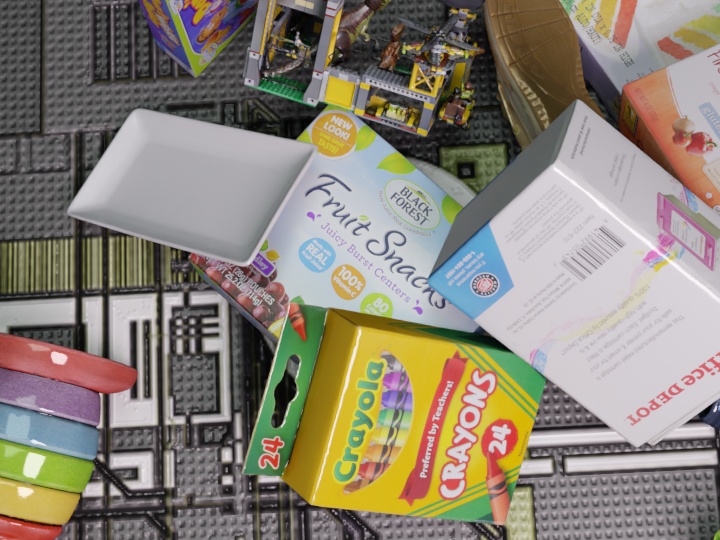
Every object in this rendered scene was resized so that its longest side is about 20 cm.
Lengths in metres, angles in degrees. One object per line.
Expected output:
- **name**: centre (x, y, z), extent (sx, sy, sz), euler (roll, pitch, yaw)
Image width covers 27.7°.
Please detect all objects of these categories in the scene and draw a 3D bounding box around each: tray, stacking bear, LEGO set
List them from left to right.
- **stacking bear**: centre (-0.249, 0.153, 1.051), extent (0.120, 0.114, 0.202), euler (12, 82, 5)
- **tray**: centre (-0.126, -0.062, 1.095), extent (0.199, 0.022, 0.108), euler (15, 67, 37)
- **LEGO set**: centre (0.006, -0.192, 1.090), extent (0.198, 0.117, 0.154), euler (23, 33, 13)

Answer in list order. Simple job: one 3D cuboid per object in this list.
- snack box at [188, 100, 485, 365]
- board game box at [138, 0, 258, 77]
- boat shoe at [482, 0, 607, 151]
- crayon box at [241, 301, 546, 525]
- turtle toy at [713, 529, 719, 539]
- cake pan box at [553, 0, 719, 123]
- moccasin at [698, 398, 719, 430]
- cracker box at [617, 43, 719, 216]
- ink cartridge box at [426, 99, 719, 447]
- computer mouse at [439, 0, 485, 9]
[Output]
- **snack box**: centre (0.000, 0.000, 1.096), extent (0.200, 0.068, 0.169), euler (42, 82, 10)
- **board game box**: centre (-0.108, -0.241, 1.090), extent (0.045, 0.200, 0.135), euler (40, 81, 10)
- **boat shoe**: centre (0.136, -0.135, 1.122), extent (0.073, 0.069, 0.202), euler (-15, 78, -23)
- **crayon box**: centre (0.028, 0.102, 1.007), extent (0.198, 0.051, 0.128), euler (10, 99, -31)
- **turtle toy**: centre (0.305, 0.262, 0.995), extent (0.101, 0.146, 0.201), euler (-25, 76, -26)
- **cake pan box**: centre (0.242, -0.226, 1.151), extent (0.183, 0.052, 0.201), euler (-30, 78, -7)
- **moccasin**: centre (0.277, 0.018, 1.068), extent (0.068, 0.080, 0.202), euler (5, 74, -20)
- **cracker box**: centre (0.305, -0.108, 1.054), extent (0.198, 0.058, 0.135), euler (-24, 63, -8)
- **ink cartridge box**: centre (0.170, 0.007, 0.991), extent (0.199, 0.145, 0.085), euler (38, 41, -9)
- **computer mouse**: centre (0.074, -0.232, 1.104), extent (0.058, 0.200, 0.034), euler (14, 114, 1)
